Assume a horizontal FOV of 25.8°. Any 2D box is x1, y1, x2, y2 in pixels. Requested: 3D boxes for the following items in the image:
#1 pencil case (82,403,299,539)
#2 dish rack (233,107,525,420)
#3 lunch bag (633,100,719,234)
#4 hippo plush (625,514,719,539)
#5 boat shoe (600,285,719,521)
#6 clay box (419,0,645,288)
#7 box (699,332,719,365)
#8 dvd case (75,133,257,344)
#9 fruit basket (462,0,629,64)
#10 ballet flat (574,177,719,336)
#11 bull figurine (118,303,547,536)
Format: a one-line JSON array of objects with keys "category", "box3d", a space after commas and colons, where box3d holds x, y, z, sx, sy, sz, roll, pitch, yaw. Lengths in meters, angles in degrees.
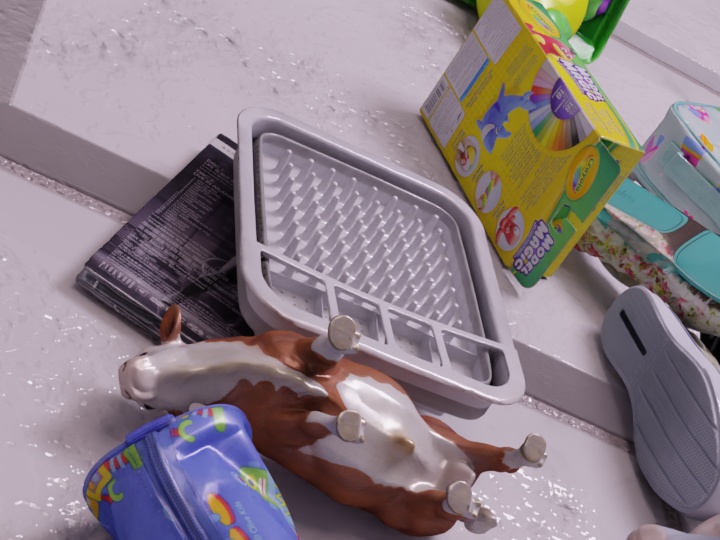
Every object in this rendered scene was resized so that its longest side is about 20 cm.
[{"category": "pencil case", "box3d": [-0.039, 0.142, 0.615, 0.077, 0.087, 0.201, -27, 56, -13]}, {"category": "dish rack", "box3d": [0.000, 0.000, 0.872, 0.170, 0.044, 0.201, 22, 32, -20]}, {"category": "lunch bag", "box3d": [0.313, -0.048, 1.262, 0.159, 0.077, 0.201, -2, 46, -45]}, {"category": "hippo plush", "box3d": [0.243, 0.164, 0.789, 0.200, 0.162, 0.159, 43, 30, 16]}, {"category": "boat shoe", "box3d": [0.205, 0.080, 0.969, 0.062, 0.072, 0.201, 26, 28, -22]}, {"category": "clay box", "box3d": [0.119, -0.088, 1.082, 0.047, 0.115, 0.201, 12, 37, -35]}, {"category": "box", "box3d": [0.368, 0.046, 1.068, 0.196, 0.199, 0.050, 13, 70, -31]}, {"category": "dvd case", "box3d": [-0.055, 0.003, 0.872, 0.148, 0.016, 0.200, 34, 30, 0]}, {"category": "fruit basket", "box3d": [0.151, -0.266, 1.364, 0.214, 0.157, 0.216, 27, 12, -6]}, {"category": "ballet flat", "box3d": [0.214, -0.001, 1.071, 0.075, 0.065, 0.200, -21, 45, -29]}, {"category": "bull figurine", "box3d": [-0.012, 0.070, 0.729, 0.199, 0.121, 0.066, 27, 71, -26]}]
